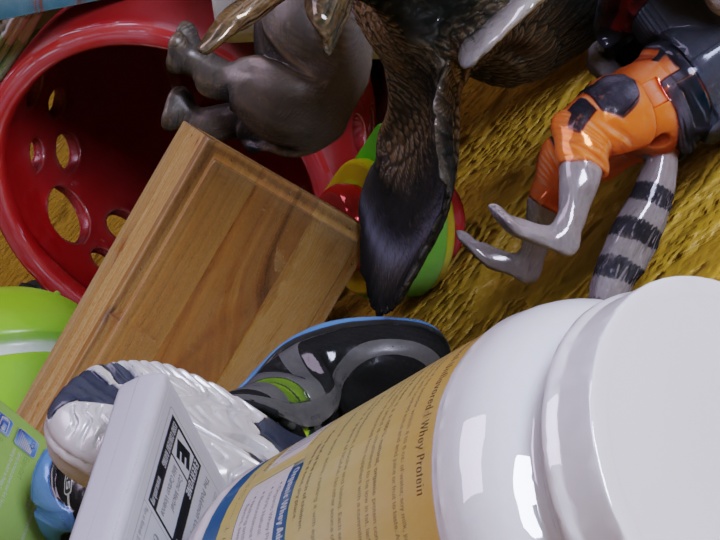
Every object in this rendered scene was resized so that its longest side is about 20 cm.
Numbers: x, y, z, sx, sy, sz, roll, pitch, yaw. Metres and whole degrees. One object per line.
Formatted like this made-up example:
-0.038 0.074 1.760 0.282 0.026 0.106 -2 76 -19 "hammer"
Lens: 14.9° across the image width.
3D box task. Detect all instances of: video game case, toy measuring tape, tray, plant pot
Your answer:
-0.051 0.160 0.909 0.022 0.183 0.200 -18 27 17 "video game case"
0.000 0.000 1.352 0.200 0.073 0.074 -55 7 49 "toy measuring tape"
-0.086 0.044 1.257 0.200 0.098 0.037 -60 29 1 "tray"
-0.084 -0.087 1.497 0.200 0.200 0.183 -37 18 34 "plant pot"

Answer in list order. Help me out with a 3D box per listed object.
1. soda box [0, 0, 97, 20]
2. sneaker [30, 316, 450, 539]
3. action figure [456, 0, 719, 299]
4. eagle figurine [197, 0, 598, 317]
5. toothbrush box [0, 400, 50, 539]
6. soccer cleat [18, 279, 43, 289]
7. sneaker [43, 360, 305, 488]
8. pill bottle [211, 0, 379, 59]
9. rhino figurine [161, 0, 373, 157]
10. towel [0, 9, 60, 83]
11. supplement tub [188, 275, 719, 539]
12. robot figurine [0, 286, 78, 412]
-0.128 -0.181 1.401 0.199 0.069 0.064 -13 34 -20 "soda box"
-0.039 0.076 1.162 0.199 0.071 0.083 -20 18 -29 "sneaker"
0.129 -0.065 1.159 0.193 0.105 0.200 -45 -14 -7 "action figure"
0.033 -0.089 1.177 0.151 0.200 0.151 -19 47 12 "eagle figurine"
-0.156 0.147 1.157 0.086 0.200 0.146 -41 19 28 "toothbrush box"
-0.157 0.093 1.527 0.070 0.086 0.201 -41 41 41 "soccer cleat"
-0.063 0.115 1.060 0.079 0.199 0.130 44 108 35 "sneaker"
0.028 -0.161 1.351 0.199 0.115 0.114 -3 26 3 "pill bottle"
-0.017 -0.143 1.267 0.201 0.087 0.060 -66 -14 -7 "rhino figurine"
-0.144 -0.180 1.508 0.200 0.031 0.149 -57 -4 12 "towel"
0.049 0.096 0.849 0.200 0.145 0.145 -33 23 44 "supplement tub"
-0.168 0.097 1.368 0.116 0.175 0.201 -38 55 44 "robot figurine"
